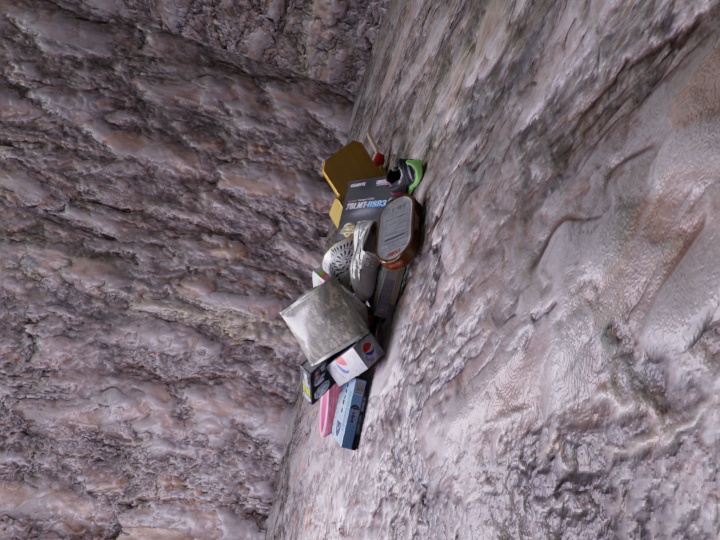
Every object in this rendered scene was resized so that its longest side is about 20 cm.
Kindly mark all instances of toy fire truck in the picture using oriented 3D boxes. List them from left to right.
[{"bbox_3d":[0.035,-0.362,2.184,0.176,0.126,0.205,130,164,-72],"label":"toy fire truck"}]

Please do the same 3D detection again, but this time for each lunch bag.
[{"bbox_3d":[-0.078,0.115,1.526,0.198,0.167,0.117,-31,2,42],"label":"lunch bag"}]

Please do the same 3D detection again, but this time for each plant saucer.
[{"bbox_3d":[-0.090,0.408,1.911,0.200,0.049,0.208,-173,90,-82],"label":"plant saucer"}]

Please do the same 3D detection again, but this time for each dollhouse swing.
[{"bbox_3d":[-0.034,-0.272,1.979,0.199,0.177,0.182,-39,-6,-22],"label":"dollhouse swing"}]

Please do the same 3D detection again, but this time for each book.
[{"bbox_3d":[-0.052,0.094,1.632,0.199,0.047,0.136,38,148,37],"label":"book"}]

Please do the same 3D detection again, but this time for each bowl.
[{"bbox_3d":[0.000,0.000,1.689,0.203,0.194,0.096,114,143,-49],"label":"bowl"}]

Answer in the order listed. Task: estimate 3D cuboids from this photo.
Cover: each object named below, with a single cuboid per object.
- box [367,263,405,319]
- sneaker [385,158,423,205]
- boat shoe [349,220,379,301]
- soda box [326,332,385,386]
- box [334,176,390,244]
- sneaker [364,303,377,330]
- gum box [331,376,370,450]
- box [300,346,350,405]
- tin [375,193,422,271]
[{"bbox_3d":[0.071,0.002,1.561,0.159,0.047,0.207,-124,48,-78],"label":"box"},{"bbox_3d":[0.100,-0.225,1.609,0.202,0.081,0.079,116,166,-54],"label":"sneaker"},{"bbox_3d":[0.019,-0.029,1.564,0.068,0.069,0.207,-15,72,50],"label":"boat shoe"},{"bbox_3d":[-0.016,0.225,1.553,0.068,0.064,0.200,-36,-4,-31],"label":"soda box"},{"bbox_3d":[0.024,-0.167,1.802,0.196,0.049,0.205,1,75,44],"label":"box"},{"bbox_3d":[-0.004,0.126,1.751,0.097,0.078,0.199,-60,12,-29],"label":"sneaker"},{"bbox_3d":[-0.029,0.369,1.649,0.200,0.043,0.176,152,131,-80],"label":"gum box"},{"bbox_3d":[-0.079,0.252,1.694,0.199,0.044,0.163,-40,-29,-29],"label":"box"},{"bbox_3d":[0.088,-0.092,1.440,0.110,0.042,0.205,-24,44,34],"label":"tin"}]
